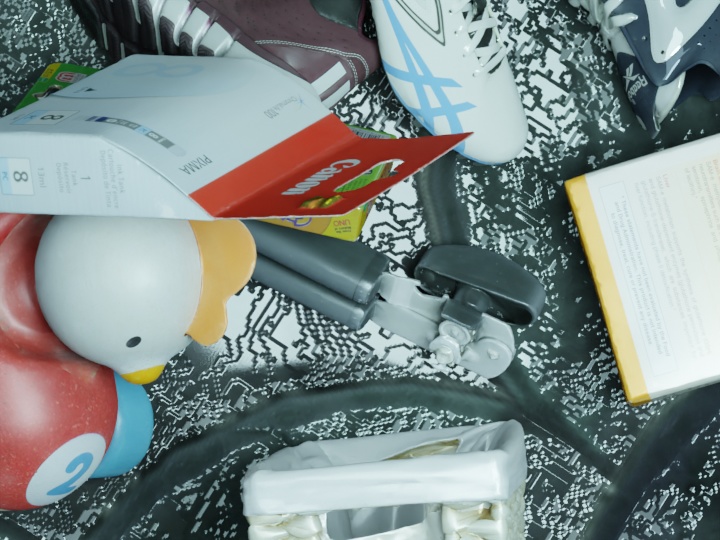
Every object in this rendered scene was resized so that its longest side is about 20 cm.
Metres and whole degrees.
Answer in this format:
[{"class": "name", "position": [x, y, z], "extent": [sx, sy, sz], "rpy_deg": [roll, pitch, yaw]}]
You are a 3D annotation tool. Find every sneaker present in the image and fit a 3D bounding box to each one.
[{"class": "sneaker", "position": [0.136, -0.139, 1.587], "extent": [0.199, 0.079, 0.130], "rpy_deg": [9, 78, -3]}, {"class": "sneaker", "position": [-0.068, -0.145, 1.625], "extent": [0.115, 0.076, 0.200], "rpy_deg": [-36, 59, -29]}, {"class": "sneaker", "position": [0.043, -0.144, 1.572], "extent": [0.072, 0.072, 0.200], "rpy_deg": [-11, 115, 41]}]

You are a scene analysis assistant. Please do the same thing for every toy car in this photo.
[{"class": "toy car", "position": [-0.136, 0.026, 1.517], "extent": [0.200, 0.184, 0.177], "rpy_deg": [-13, 83, 34]}]

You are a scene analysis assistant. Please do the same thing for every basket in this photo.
[{"class": "basket", "position": [0.021, 0.150, 1.522], "extent": [0.135, 0.200, 0.124], "rpy_deg": [-6, 91, 6]}]

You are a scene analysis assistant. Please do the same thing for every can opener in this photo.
[{"class": "can opener", "position": [0.000, 0.000, 1.613], "extent": [0.200, 0.053, 0.067], "rpy_deg": [23, 54, 6]}]

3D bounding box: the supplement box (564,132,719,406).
[{"class": "supplement box", "position": [0.221, -0.014, 1.571], "extent": [0.200, 0.074, 0.126], "rpy_deg": [-16, 84, 5]}]

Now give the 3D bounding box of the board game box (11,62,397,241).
[{"class": "board game box", "position": [-0.087, -0.067, 1.600], "extent": [0.200, 0.096, 0.030], "rpy_deg": [15, 119, 6]}]

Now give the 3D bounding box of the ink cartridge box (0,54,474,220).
[{"class": "ink cartridge box", "position": [-0.066, -0.068, 1.462], "extent": [0.200, 0.160, 0.047], "rpy_deg": [1, 107, 26]}]
